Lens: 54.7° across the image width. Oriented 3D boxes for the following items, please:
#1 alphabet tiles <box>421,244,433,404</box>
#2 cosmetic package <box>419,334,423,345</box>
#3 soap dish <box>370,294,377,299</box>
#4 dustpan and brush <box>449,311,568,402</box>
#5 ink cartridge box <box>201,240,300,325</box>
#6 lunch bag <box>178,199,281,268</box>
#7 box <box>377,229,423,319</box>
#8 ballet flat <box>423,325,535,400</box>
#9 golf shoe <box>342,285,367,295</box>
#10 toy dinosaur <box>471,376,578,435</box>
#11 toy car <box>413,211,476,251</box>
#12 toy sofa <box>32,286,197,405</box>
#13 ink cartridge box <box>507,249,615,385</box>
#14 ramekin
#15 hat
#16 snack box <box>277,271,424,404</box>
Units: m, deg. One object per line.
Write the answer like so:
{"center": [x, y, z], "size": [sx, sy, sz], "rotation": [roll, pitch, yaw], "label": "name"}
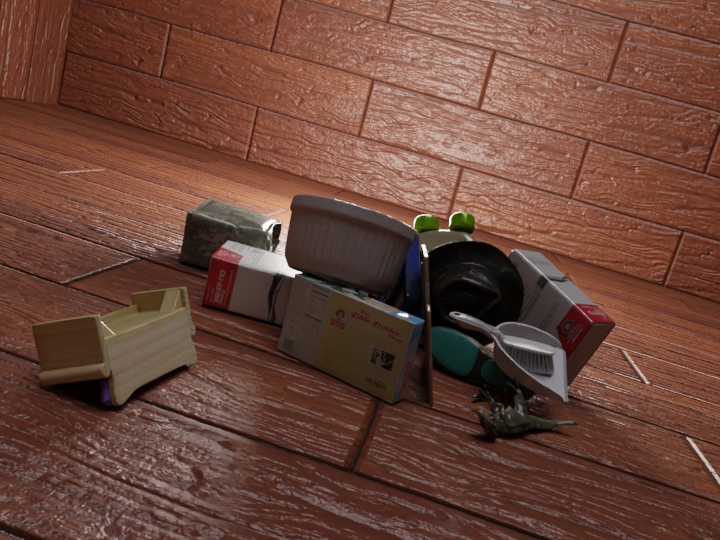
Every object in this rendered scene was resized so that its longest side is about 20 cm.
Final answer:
{"center": [0.097, 0.070, 1.025], "size": [0.007, 0.204, 0.167], "rotation": [-2, 11, 3], "label": "alphabet tiles"}
{"center": [0.150, 0.087, 1.306], "size": [0.100, 0.072, 0.200], "rotation": [15, 12, -2], "label": "cosmetic package"}
{"center": [0.010, -0.006, 1.516], "size": [0.198, 0.083, 0.157], "rotation": [21, 13, 24], "label": "soap dish"}
{"center": [0.225, 0.112, 1.057], "size": [0.197, 0.058, 0.140], "rotation": [15, 32, 6], "label": "dustpan and brush"}
{"center": [-0.149, 0.026, 1.167], "size": [0.197, 0.085, 0.144], "rotation": [15, 12, -3], "label": "ink cartridge box"}
{"center": [-0.249, -0.068, 1.379], "size": [0.161, 0.119, 0.200], "rotation": [15, 17, 0], "label": "lunch bag"}
{"center": [0.061, 0.039, 1.111], "size": [0.032, 0.122, 0.202], "rotation": [16, 39, -13], "label": "box"}
{"center": [0.194, 0.151, 1.119], "size": [0.198, 0.069, 0.072], "rotation": [22, -7, 24], "label": "ballet flat"}
{"center": [0.000, 0.000, 1.193], "size": [0.093, 0.203, 0.078], "rotation": [-15, 7, 2], "label": "golf shoe"}
{"center": [0.212, 0.195, 0.972], "size": [0.198, 0.048, 0.088], "rotation": [7, 30, -37], "label": "toy dinosaur"}
{"center": [0.195, -0.003, 1.510], "size": [0.155, 0.167, 0.200], "rotation": [-2, -26, 21], "label": "toy car"}
{"center": [-0.272, 0.085, 0.800], "size": [0.081, 0.099, 0.200], "rotation": [-7, 7, 15], "label": "toy sofa"}
{"center": [0.314, 0.081, 1.210], "size": [0.083, 0.146, 0.201], "rotation": [5, 35, -42], "label": "ink cartridge box"}
{"center": [-0.023, -0.034, 1.059], "size": [0.197, 0.107, 0.200], "rotation": [16, -5, 1], "label": "ramekin"}
{"center": [0.178, 0.043, 1.148], "size": [0.197, 0.204, 0.081], "rotation": [15, 2, -1], "label": "hat"}
{"center": [-0.017, 0.090, 0.971], "size": [0.198, 0.118, 0.037], "rotation": [22, 14, 25], "label": "snack box"}
